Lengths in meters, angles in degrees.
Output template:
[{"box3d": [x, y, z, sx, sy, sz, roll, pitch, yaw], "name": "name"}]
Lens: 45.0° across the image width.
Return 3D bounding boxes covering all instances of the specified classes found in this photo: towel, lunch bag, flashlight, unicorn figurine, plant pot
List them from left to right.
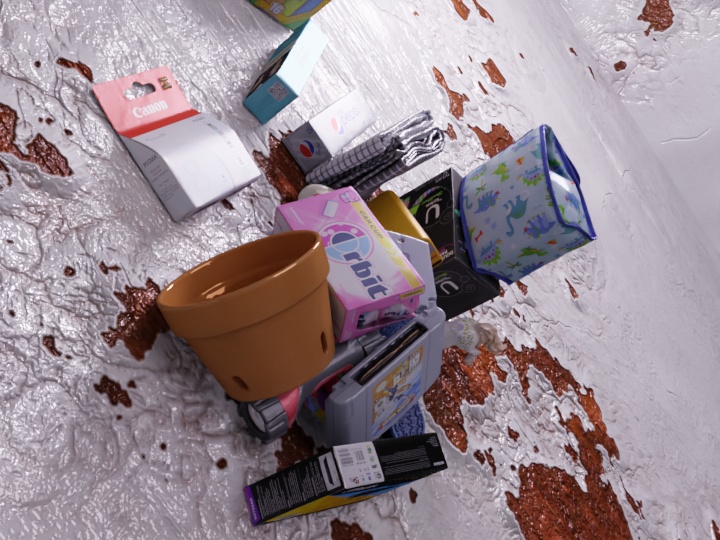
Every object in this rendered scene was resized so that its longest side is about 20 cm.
[{"box3d": [-0.117, 0.057, 1.005, 0.200, 0.199, 0.141, -47, 122, -56], "name": "plant pot"}, {"box3d": [-0.053, 0.135, 1.060, 0.200, 0.068, 0.068, -28, 86, -34], "name": "flashlight"}, {"box3d": [0.032, -0.172, 1.380, 0.086, 0.165, 0.200, 60, 33, -7], "name": "towel"}, {"box3d": [0.114, 0.108, 1.325, 0.137, 0.199, 0.074, 57, 15, -60], "name": "unicorn figurine"}, {"box3d": [0.246, -0.104, 1.334, 0.127, 0.170, 0.201, 20, 49, -44], "name": "lunch bag"}]

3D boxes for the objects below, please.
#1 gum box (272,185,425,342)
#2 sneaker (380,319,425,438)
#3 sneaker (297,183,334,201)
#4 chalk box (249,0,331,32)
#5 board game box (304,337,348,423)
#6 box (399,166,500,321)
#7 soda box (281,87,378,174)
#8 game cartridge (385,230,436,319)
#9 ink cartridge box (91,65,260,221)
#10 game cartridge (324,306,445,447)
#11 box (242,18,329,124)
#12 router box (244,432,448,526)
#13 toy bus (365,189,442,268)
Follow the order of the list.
[{"box3d": [-0.016, -0.008, 1.100, 0.113, 0.066, 0.200, -18, 54, -26], "name": "gum box"}, {"box3d": [0.047, 0.160, 1.224, 0.070, 0.078, 0.201, 4, 62, -14], "name": "sneaker"}, {"box3d": [-0.015, -0.048, 1.266, 0.200, 0.070, 0.093, 51, 0, -5], "name": "sneaker"}, {"box3d": [-0.090, -0.524, 1.448, 0.124, 0.200, 0.125, 26, 46, -40], "name": "chalk box"}, {"box3d": [-0.024, 0.109, 1.151, 0.158, 0.039, 0.201, 19, 52, -45], "name": "board game box"}, {"box3d": [0.131, -0.036, 1.421, 0.124, 0.148, 0.201, 36, 41, -34], "name": "box"}, {"box3d": [-0.046, -0.230, 1.410, 0.068, 0.063, 0.200, 55, 34, -10], "name": "soda box"}, {"box3d": [0.000, 0.000, 1.175, 0.199, 0.041, 0.134, 5, 56, -12], "name": "game cartridge"}, {"box3d": [-0.234, -0.178, 1.135, 0.200, 0.047, 0.160, 59, 34, -6], "name": "ink cartridge box"}, {"box3d": [0.035, 0.146, 1.105, 0.200, 0.041, 0.134, -37, 141, -31], "name": "game cartridge"}, {"box3d": [-0.115, -0.316, 1.368, 0.049, 0.082, 0.200, 44, 36, -21], "name": "box"}, {"box3d": [-0.013, 0.243, 1.019, 0.200, 0.149, 0.051, 6, 60, -51], "name": "router box"}, {"box3d": [0.058, -0.059, 1.338, 0.078, 0.065, 0.200, 53, 4, -36], "name": "toy bus"}]
